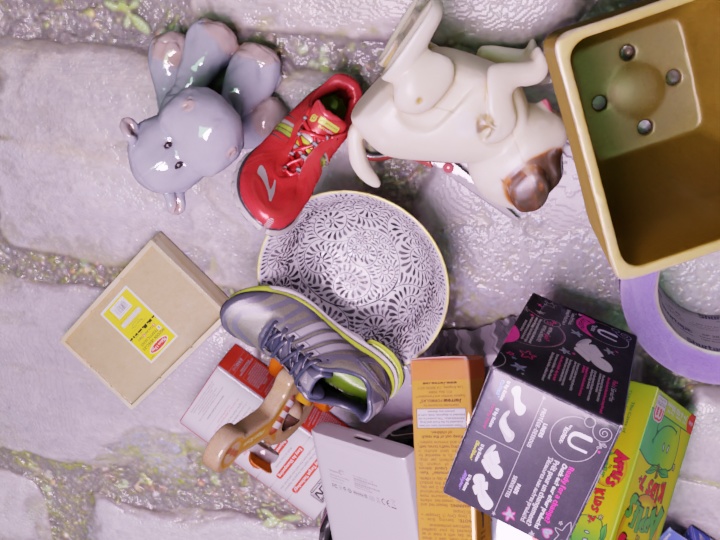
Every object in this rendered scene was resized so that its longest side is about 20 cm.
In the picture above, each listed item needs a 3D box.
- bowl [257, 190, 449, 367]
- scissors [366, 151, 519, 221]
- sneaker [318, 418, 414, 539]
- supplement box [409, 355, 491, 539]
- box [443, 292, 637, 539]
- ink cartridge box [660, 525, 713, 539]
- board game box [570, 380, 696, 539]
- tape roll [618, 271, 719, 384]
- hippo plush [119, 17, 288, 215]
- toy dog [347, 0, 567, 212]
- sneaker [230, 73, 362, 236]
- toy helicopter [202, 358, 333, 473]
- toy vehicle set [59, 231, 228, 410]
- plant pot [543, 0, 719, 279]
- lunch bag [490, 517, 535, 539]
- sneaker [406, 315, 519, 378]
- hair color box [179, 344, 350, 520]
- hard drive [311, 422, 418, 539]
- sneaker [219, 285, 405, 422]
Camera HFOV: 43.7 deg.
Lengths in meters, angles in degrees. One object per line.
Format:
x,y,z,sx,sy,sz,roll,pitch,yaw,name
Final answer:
0.000,0.000,0.938,0.198,0.094,0.203,5,112,12,bowl
0.083,-0.117,0.913,0.198,0.014,0.074,24,114,5,scissors
0.021,0.264,1.045,0.080,0.086,0.201,35,115,-4,sneaker
0.091,0.187,0.892,0.068,0.066,0.203,-6,83,22,supplement box
0.167,0.126,0.802,0.114,0.200,0.133,23,113,14,box
0.395,0.372,1.020,0.199,0.042,0.120,32,116,-3,ink cartridge box
0.269,0.222,0.901,0.047,0.101,0.202,10,75,45,board game box
0.348,0.001,0.856,0.197,0.085,0.202,6,114,13,tape roll
-0.178,-0.153,0.884,0.198,0.161,0.160,-23,105,21,hippo plush
0.103,-0.134,0.828,0.199,0.140,0.195,29,98,-11,toy dog
-0.055,-0.120,0.842,0.077,0.201,0.085,35,140,-12,sneaker
-0.102,0.161,0.925,0.078,0.200,0.133,32,113,17,toy helicopter
-0.255,0.064,1.066,0.124,0.027,0.200,45,115,-7,toy vehicle set
0.256,-0.138,0.748,0.193,0.200,0.196,-18,107,5,plant pot
0.155,0.241,0.942,0.158,0.076,0.203,8,83,17,lunch bag
0.150,0.103,0.966,0.198,0.075,0.083,-5,126,22,sneaker
-0.102,0.191,1.061,0.199,0.061,0.102,37,115,-2,hair color box
0.016,0.268,0.960,0.131,0.026,0.202,8,116,41,hard drive
-0.052,0.081,0.888,0.198,0.081,0.074,25,116,4,sneaker
